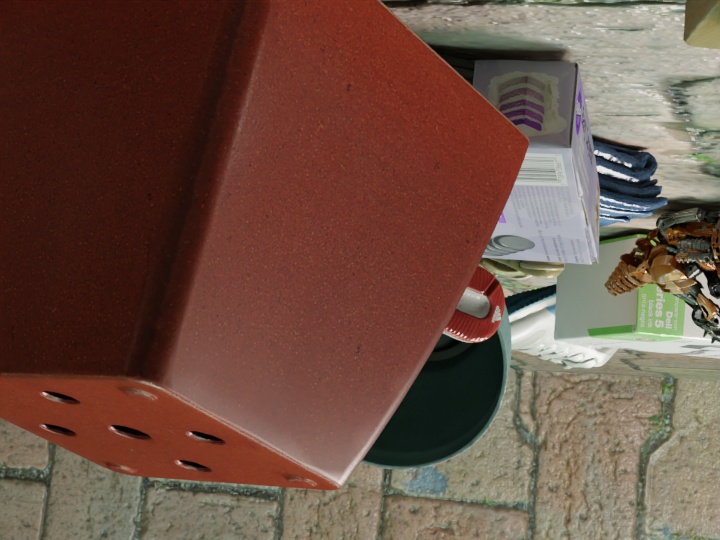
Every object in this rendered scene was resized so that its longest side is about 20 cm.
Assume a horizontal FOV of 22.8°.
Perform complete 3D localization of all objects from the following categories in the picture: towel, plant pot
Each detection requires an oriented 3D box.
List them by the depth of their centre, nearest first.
[{"bbox_3d":[-0.075,-0.013,0.750,0.200,0.177,0.200,0,156,37],"label":"plant pot"},{"bbox_3d":[0.084,-0.049,1.119,0.111,0.049,0.200,10,172,-37],"label":"towel"},{"bbox_3d":[0.038,0.047,1.493,0.200,0.201,0.134,2,-159,16],"label":"plant pot"}]

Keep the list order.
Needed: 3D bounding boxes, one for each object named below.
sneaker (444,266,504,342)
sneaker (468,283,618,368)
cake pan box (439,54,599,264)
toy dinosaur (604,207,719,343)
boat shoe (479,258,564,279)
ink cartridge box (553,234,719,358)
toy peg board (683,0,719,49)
[{"bbox_3d":[0.000,0.000,1.328,0.200,0.078,0.115,33,163,-23],"label":"sneaker"},{"bbox_3d":[0.183,0.052,1.607,0.200,0.081,0.076,-13,-176,-31],"label":"sneaker"},{"bbox_3d":[0.030,-0.057,0.939,0.184,0.052,0.200,2,164,13],"label":"cake pan box"},{"bbox_3d":[0.257,-0.007,1.305,0.136,0.102,0.200,33,176,-25],"label":"toy dinosaur"},{"bbox_3d":[0.113,-0.017,1.318,0.073,0.063,0.201,5,173,-12],"label":"boat shoe"},{"bbox_3d":[0.284,0.025,1.494,0.199,0.084,0.145,6,173,-20],"label":"ink cartridge box"},{"bbox_3d":[0.232,-0.067,0.641,0.199,0.098,0.200,4,174,-1],"label":"toy peg board"}]
